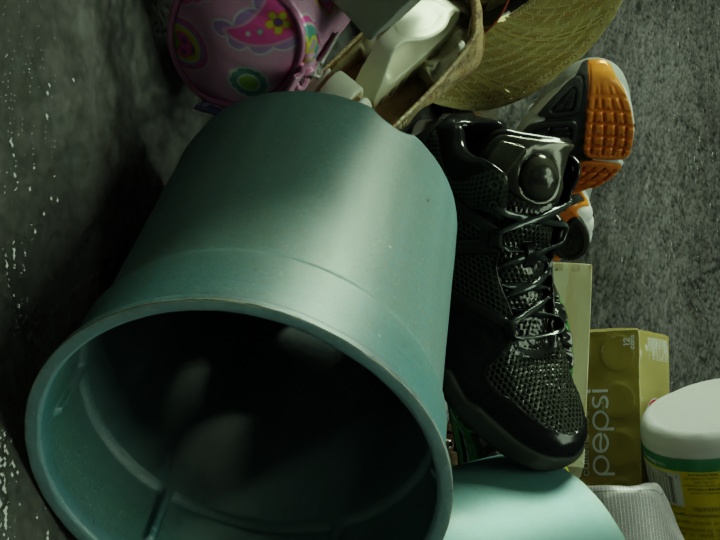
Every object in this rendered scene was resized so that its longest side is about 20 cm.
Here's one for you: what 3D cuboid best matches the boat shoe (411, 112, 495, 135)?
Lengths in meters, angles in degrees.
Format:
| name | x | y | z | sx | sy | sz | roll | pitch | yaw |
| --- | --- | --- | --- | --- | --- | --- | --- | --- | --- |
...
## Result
| name | x | y | z | sx | sy | sz | roll | pitch | yaw |
| --- | --- | --- | --- | --- | --- | --- | --- | --- | --- |
| boat shoe | 0.086 | -0.013 | 1.563 | 0.067 | 0.057 | 0.201 | -64 | 141 | -47 |

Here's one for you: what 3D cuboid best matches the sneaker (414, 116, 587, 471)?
| name | x | y | z | sx | sy | sz | roll | pitch | yaw |
| --- | --- | --- | --- | --- | --- | --- | --- | --- | --- |
| sneaker | 0.079 | 0.002 | 1.294 | 0.076 | 0.114 | 0.200 | -3 | 61 | -39 |

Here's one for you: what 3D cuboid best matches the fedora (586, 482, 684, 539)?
| name | x | y | z | sx | sy | sz | roll | pitch | yaw |
| --- | --- | --- | --- | --- | --- | --- | --- | --- | --- |
| fedora | 0.146 | 0.178 | 1.518 | 0.200 | 0.176 | 0.091 | 134 | -47 | -74 |

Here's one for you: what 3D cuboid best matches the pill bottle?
| name | x | y | z | sx | sy | sz | roll | pitch | yaw |
| --- | --- | --- | --- | --- | --- | --- | --- | --- | --- |
| pill bottle | 0.260 | 0.184 | 1.674 | 0.113 | 0.112 | 0.201 | -39 | 121 | -59 |

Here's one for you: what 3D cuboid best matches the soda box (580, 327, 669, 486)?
| name | x | y | z | sx | sy | sz | roll | pitch | yaw |
| --- | --- | --- | --- | --- | --- | --- | --- | --- | --- |
| soda box | 0.177 | 0.143 | 1.713 | 0.064 | 0.067 | 0.201 | 13 | 75 | -62 |

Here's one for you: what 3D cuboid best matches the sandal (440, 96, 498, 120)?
| name | x | y | z | sx | sy | sz | roll | pitch | yaw |
| --- | --- | --- | --- | --- | --- | --- | --- | --- | --- |
| sandal | 0.092 | -0.170 | 1.600 | 0.082 | 0.054 | 0.201 | 46 | 47 | -52 |

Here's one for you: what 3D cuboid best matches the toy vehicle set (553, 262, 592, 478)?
| name | x | y | z | sx | sy | sz | roll | pitch | yaw |
| --- | --- | --- | --- | --- | --- | --- | --- | --- | --- |
| toy vehicle set | 0.127 | 0.077 | 1.561 | 0.200 | 0.026 | 0.125 | 81 | 12 | -78 |

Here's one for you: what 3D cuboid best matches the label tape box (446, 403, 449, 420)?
| name | x | y | z | sx | sy | sz | roll | pitch | yaw |
| --- | --- | --- | --- | --- | --- | --- | --- | --- | --- |
| label tape box | 0.000 | 0.000 | 1.383 | 0.201 | 0.063 | 0.145 | 68 | 31 | -33 |

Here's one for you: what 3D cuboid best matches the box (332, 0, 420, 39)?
| name | x | y | z | sx | sy | sz | roll | pitch | yaw |
| --- | --- | --- | --- | --- | --- | --- | --- | --- | --- |
| box | -0.004 | -0.241 | 1.242 | 0.200 | 0.128 | 0.109 | 47 | 35 | -2 |

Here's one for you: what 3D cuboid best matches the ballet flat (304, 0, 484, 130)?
| name | x | y | z | sx | sy | sz | roll | pitch | yaw |
| --- | --- | --- | --- | --- | --- | --- | --- | --- | --- |
| ballet flat | -0.002 | -0.096 | 1.315 | 0.200 | 0.070 | 0.065 | -48 | 164 | -32 |

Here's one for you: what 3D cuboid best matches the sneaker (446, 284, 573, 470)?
| name | x | y | z | sx | sy | sz | roll | pitch | yaw |
| --- | --- | --- | --- | --- | --- | --- | --- | --- | --- |
| sneaker | 0.078 | 0.080 | 1.400 | 0.085 | 0.078 | 0.201 | -135 | -140 | -76 |

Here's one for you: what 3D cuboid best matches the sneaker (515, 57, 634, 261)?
| name | x | y | z | sx | sy | sz | roll | pitch | yaw |
| --- | --- | --- | --- | --- | --- | --- | --- | --- | --- |
| sneaker | 0.130 | -0.091 | 1.596 | 0.200 | 0.075 | 0.092 | 108 | -12 | -59 |

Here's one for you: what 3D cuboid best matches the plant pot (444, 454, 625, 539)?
| name | x | y | z | sx | sy | sz | roll | pitch | yaw |
| --- | --- | --- | --- | --- | --- | --- | --- | --- | --- |
| plant pot | 0.027 | 0.200 | 1.274 | 0.160 | 0.200 | 0.202 | -1 | 87 | -38 |

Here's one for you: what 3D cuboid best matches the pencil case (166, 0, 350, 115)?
| name | x | y | z | sx | sy | sz | roll | pitch | yaw |
| --- | --- | --- | --- | --- | --- | --- | --- | --- | --- |
| pencil case | -0.031 | -0.154 | 1.313 | 0.200 | 0.087 | 0.088 | -53 | 132 | -56 |

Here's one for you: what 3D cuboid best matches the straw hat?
| name | x | y | z | sx | sy | sz | roll | pitch | yaw |
| --- | --- | --- | --- | --- | --- | --- | --- | --- | --- |
| straw hat | 0.074 | -0.201 | 1.520 | 0.200 | 0.085 | 0.202 | -24 | 138 | -24 |

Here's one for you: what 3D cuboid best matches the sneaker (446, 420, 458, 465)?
| name | x | y | z | sx | sy | sz | roll | pitch | yaw |
| --- | --- | --- | --- | --- | --- | --- | --- | --- | --- |
| sneaker | 0.045 | 0.139 | 1.448 | 0.075 | 0.070 | 0.201 | 28 | 61 | -58 |

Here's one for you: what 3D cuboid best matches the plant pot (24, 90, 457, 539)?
| name | x | y | z | sx | sy | sz | roll | pitch | yaw |
| --- | --- | --- | --- | --- | --- | --- | --- | --- | --- |
| plant pot | -0.039 | 0.028 | 1.179 | 0.197 | 0.199 | 0.201 | -74 | 148 | -48 |
